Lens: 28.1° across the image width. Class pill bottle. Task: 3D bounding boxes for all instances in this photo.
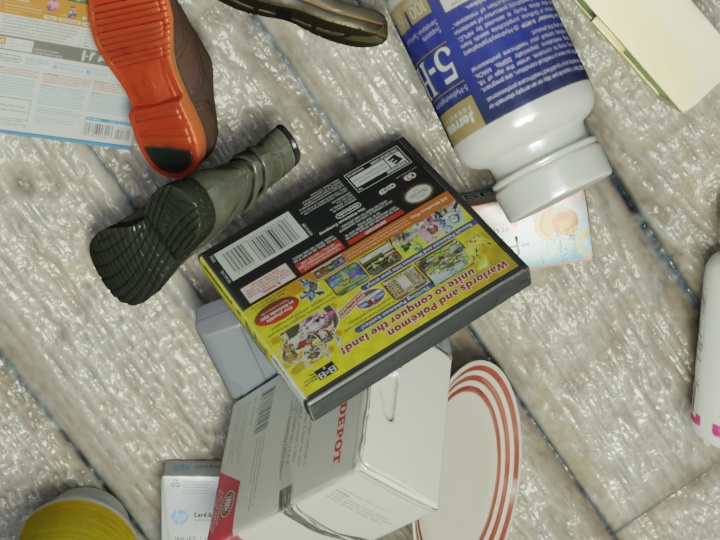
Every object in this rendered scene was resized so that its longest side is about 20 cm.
[{"bbox_3d":[0.342,0.045,1.205,0.112,0.113,0.202,1,105,-3],"label":"pill bottle"},{"bbox_3d":[0.112,-0.146,1.114,0.119,0.120,0.201,-26,86,4],"label":"pill bottle"},{"bbox_3d":[-0.239,0.255,1.185,0.111,0.200,0.113,-1,105,-3],"label":"pill bottle"}]

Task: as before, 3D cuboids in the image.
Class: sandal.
[{"bbox_3d":[-0.067,-0.231,1.133,0.198,0.082,0.055,17,86,-6],"label":"sandal"}]

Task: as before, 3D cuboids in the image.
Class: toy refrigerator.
[{"bbox_3d":[0.207,-0.221,1.149,0.070,0.076,0.200,-42,103,8],"label":"toy refrigerator"}]

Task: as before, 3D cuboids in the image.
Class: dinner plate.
[{"bbox_3d":[0.085,0.175,1.203,0.024,0.200,0.202,5,107,30],"label":"dinner plate"}]

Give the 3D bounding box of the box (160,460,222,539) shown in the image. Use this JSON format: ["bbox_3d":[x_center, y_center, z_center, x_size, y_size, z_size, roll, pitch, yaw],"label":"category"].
[{"bbox_3d":[-0.099,0.269,1.279,0.154,0.041,0.202,0,105,-3],"label":"box"}]

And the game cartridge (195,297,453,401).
[{"bbox_3d":[-0.029,0.054,1.182,0.198,0.042,0.133,-8,150,7],"label":"game cartridge"}]

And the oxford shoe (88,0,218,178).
[{"bbox_3d":[-0.161,-0.178,1.141,0.071,0.073,0.202,-1,115,23],"label":"oxford shoe"}]

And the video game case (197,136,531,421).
[{"bbox_3d":[0.000,0.000,1.111,0.199,0.181,0.026,-31,141,-13],"label":"video game case"}]

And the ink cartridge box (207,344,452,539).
[{"bbox_3d":[-0.025,0.143,1.140,0.084,0.147,0.200,29,138,-26],"label":"ink cartridge box"}]

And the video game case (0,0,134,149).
[{"bbox_3d":[-0.223,-0.201,1.125,0.142,0.018,0.202,5,107,-38],"label":"video game case"}]

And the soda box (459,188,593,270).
[{"bbox_3d":[0.089,-0.028,1.196,0.198,0.068,0.064,-9,102,0],"label":"soda box"}]

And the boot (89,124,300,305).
[{"bbox_3d":[-0.131,-0.043,1.169,0.130,0.200,0.068,-34,92,-39],"label":"boot"}]
